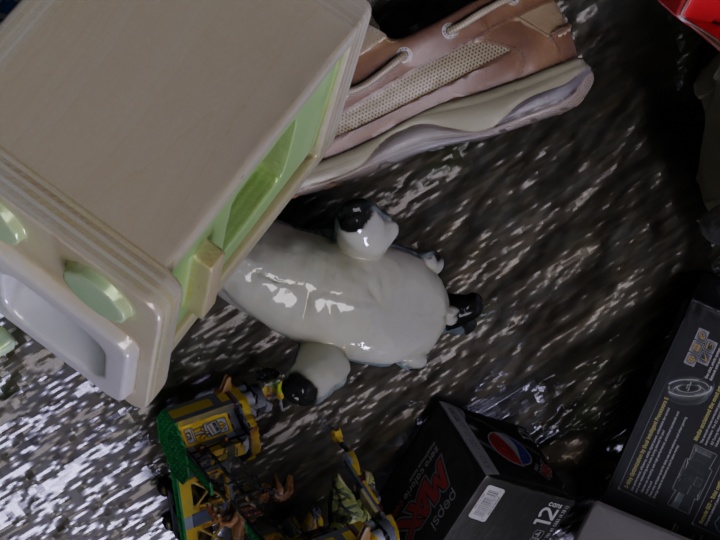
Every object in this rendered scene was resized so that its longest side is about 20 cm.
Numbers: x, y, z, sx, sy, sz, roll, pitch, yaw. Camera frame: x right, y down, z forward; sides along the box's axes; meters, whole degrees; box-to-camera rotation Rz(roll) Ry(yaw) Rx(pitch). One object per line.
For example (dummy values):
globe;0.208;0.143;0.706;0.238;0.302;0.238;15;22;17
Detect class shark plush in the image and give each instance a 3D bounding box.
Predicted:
shark plush;0.000;0.000;0.894;0.199;0.083;0.091;-6;110;-53

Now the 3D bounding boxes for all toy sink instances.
toy sink;-0.096;-0.029;0.733;0.200;0.112;0.130;-52;174;-22

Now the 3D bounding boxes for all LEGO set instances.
LEGO set;-0.007;0.132;0.915;0.115;0.200;0.155;-18;114;-23

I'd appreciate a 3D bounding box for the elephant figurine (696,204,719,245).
elephant figurine;0.224;-0.011;0.872;0.199;0.141;0.156;-11;116;-38

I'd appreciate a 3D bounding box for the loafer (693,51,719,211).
loafer;0.199;-0.094;0.930;0.075;0.068;0.201;-14;130;-32

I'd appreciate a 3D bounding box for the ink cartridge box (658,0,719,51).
ink cartridge box;0.160;-0.145;0.797;0.116;0.200;0.068;8;118;-29

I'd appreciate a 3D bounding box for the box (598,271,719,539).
box;0.217;0.124;1.042;0.159;0.044;0.201;24;115;9

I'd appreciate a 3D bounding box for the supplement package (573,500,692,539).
supplement package;0.141;0.248;1.027;0.121;0.119;0.201;-53;159;-45

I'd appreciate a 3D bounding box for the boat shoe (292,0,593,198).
boat shoe;0.001;-0.079;0.860;0.199;0.076;0.072;-18;94;-3

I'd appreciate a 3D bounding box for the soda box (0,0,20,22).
soda box;-0.171;-0.091;0.763;0.064;0.068;0.201;22;110;-34

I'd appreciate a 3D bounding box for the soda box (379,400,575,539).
soda box;0.027;0.172;1.026;0.063;0.071;0.201;19;112;-33
